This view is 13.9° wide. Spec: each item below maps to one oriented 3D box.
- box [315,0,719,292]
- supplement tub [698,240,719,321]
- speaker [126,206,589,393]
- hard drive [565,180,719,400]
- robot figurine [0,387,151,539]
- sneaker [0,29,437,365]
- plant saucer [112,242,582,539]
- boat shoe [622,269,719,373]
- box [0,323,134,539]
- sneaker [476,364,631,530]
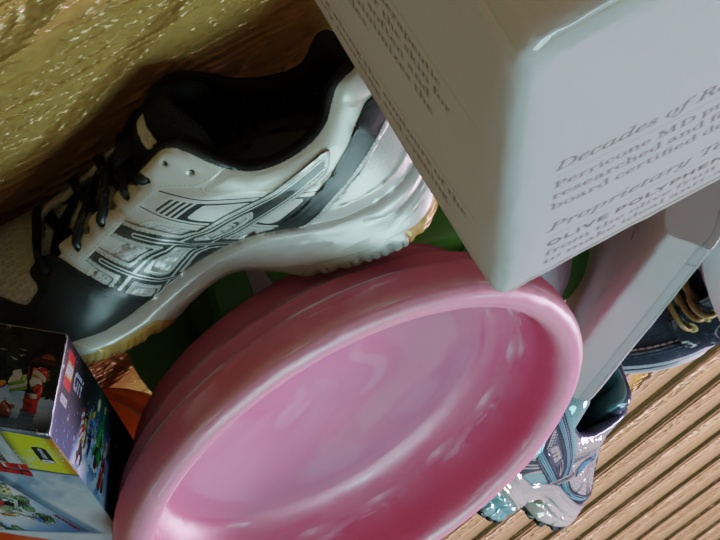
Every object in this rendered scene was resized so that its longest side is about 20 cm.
[{"bbox_3d":[0.071,-0.142,0.730,0.200,0.199,0.171,-28,163,-7],"label":"box"},{"bbox_3d":[0.208,-0.030,1.262,0.140,0.141,0.200,-31,-169,7],"label":"supplement tub"},{"bbox_3d":[0.000,0.000,1.218,0.200,0.089,0.088,-15,158,-38],"label":"speaker"},{"bbox_3d":[0.125,-0.036,1.216,0.027,0.132,0.200,19,159,-4],"label":"hard drive"},{"bbox_3d":[-0.133,0.116,1.276,0.144,0.117,0.200,-39,166,36],"label":"robot figurine"},{"bbox_3d":[-0.074,-0.031,1.070,0.200,0.076,0.088,-22,134,6],"label":"sneaker"},{"bbox_3d":[-0.010,0.058,1.142,0.200,0.051,0.201,-24,148,-16],"label":"plant saucer"},{"bbox_3d":[0.175,0.001,1.479,0.200,0.071,0.091,-26,173,31],"label":"boat shoe"},{"bbox_3d":[-0.160,0.058,1.092,0.136,0.038,0.200,8,164,7],"label":"box"},{"bbox_3d":[0.097,0.072,1.399,0.086,0.078,0.200,-38,171,13],"label":"sneaker"}]
